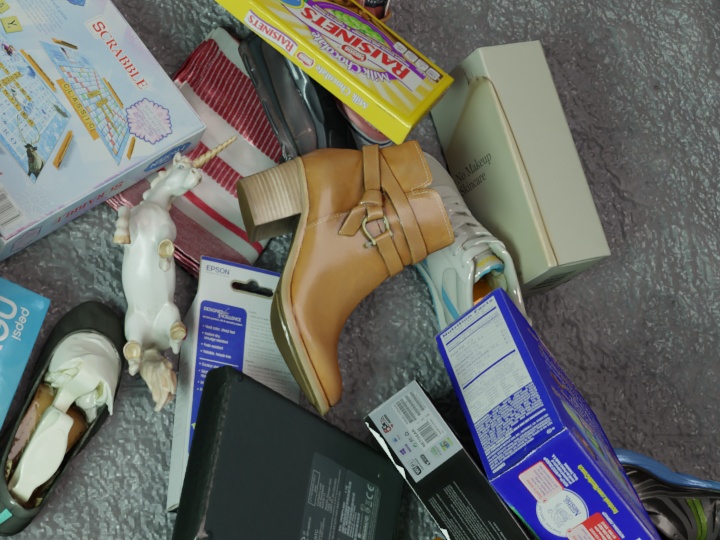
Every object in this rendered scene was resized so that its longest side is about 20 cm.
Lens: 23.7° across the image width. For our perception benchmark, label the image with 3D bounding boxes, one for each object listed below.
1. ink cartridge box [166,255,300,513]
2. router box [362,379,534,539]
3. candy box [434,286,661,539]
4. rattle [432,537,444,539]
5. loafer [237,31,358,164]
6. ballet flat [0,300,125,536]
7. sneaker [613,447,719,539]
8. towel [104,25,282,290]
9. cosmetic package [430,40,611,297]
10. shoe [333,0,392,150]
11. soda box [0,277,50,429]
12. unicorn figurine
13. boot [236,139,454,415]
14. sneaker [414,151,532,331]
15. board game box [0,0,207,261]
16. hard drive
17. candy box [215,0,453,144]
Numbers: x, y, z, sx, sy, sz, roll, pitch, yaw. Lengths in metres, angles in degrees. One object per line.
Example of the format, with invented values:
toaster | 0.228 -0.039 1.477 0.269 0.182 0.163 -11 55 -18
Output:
ink cartridge box | -0.095 0.095 1.337 0.094 0.037 0.202 13 68 -24
router box | 0.084 0.182 1.307 0.052 0.157 0.201 -36 80 0
candy box | 0.146 0.136 1.334 0.169 0.077 0.201 51 11 -29
rattle | 0.118 0.304 1.287 0.200 0.144 0.130 40 29 24
loafer | -0.046 -0.111 1.418 0.072 0.062 0.202 -7 79 -65
ballet flat | -0.214 0.104 1.248 0.068 0.068 0.201 34 59 -20
sneaker | 0.273 0.217 1.477 0.198 0.071 0.084 19 68 -16
towel | -0.113 -0.092 1.406 0.144 0.023 0.201 39 58 -11
cosmetic package | 0.135 -0.085 1.491 0.072 0.103 0.202 -11 76 -30
shoe | -0.006 -0.205 1.459 0.071 0.091 0.202 -14 77 -45
soda box | -0.290 0.102 1.211 0.067 0.064 0.202 26 60 -18
unicorn figurine | -0.153 -0.007 1.290 0.073 0.137 0.202 14 98 -6
boot | 0.000 0.000 1.337 0.154 0.077 0.202 -14 76 -13
sneaker | 0.086 -0.017 1.451 0.076 0.081 0.202 -21 81 -31
board game box | -0.254 -0.136 1.318 0.199 0.041 0.201 -33 82 -32
hard drive | -0.049 0.175 1.290 0.199 0.033 0.141 34 54 -38
candy box | -0.023 -0.189 1.382 0.199 0.026 0.102 38 40 1
